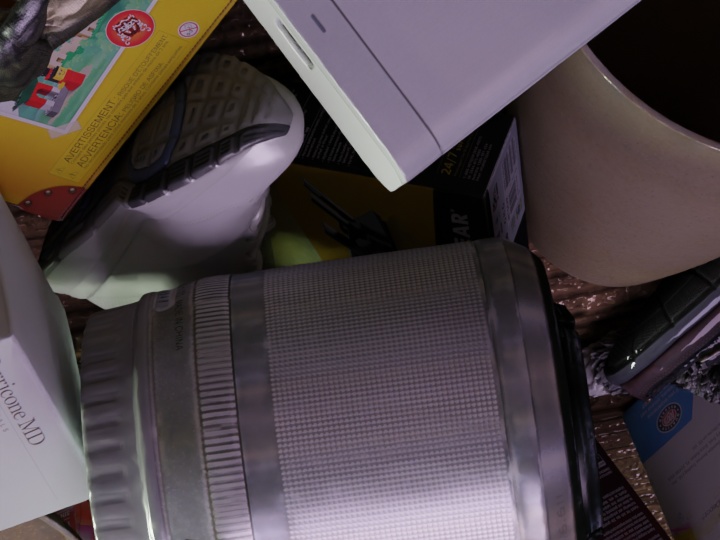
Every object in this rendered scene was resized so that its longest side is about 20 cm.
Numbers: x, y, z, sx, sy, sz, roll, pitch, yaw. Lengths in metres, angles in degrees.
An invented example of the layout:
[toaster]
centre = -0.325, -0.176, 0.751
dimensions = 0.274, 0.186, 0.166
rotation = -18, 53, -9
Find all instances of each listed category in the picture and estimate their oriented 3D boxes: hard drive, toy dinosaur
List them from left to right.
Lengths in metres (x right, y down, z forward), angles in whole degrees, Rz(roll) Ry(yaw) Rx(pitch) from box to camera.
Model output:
[toy dinosaur]
centre = -0.140, -0.089, 0.820
dimensions = 0.199, 0.048, 0.088
rotation = -26, 154, 9
[hard drive]
centre = 0.048, -0.141, 0.836
dimensions = 0.200, 0.132, 0.027
rotation = -38, -178, -20

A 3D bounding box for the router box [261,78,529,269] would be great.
[router box]
centre = 0.000, 0.000, 1.028
dimensions = 0.157, 0.052, 0.200
rotation = 10, 143, 18

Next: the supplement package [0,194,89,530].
[supplement package]
centre = -0.222, 0.053, 0.885
dimensions = 0.199, 0.110, 0.114
rotation = -20, 138, 1

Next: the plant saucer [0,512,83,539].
[plant saucer]
centre = -0.215, 0.152, 1.033
dimensions = 0.199, 0.035, 0.201
rotation = -2, 133, -2

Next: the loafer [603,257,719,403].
[loafer]
centre = 0.203, -0.004, 1.038
dimensions = 0.063, 0.072, 0.200
rotation = 41, 99, -10

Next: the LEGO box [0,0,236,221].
[LEGO box]
centre = -0.138, -0.128, 0.871
dimensions = 0.149, 0.077, 0.200
rotation = 19, 127, -35

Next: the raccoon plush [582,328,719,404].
[raccoon plush]
centre = 0.173, -0.003, 1.136
dimensions = 0.199, 0.134, 0.097
rotation = -13, -170, 31

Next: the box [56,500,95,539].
[box]
centre = -0.191, 0.156, 1.140
dimensions = 0.200, 0.095, 0.103
rotation = -30, 140, 23

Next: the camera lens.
[camera lens]
centre = -0.005, 0.075, 0.907
dimensions = 0.199, 0.160, 0.160
rotation = -7, 139, 1

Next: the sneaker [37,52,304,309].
[sneaker]
centre = -0.069, -0.029, 0.937
dimensions = 0.087, 0.075, 0.200
rotation = 28, 152, -18

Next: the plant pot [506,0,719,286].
[plant pot]
centre = 0.139, -0.079, 0.973
dimensions = 0.187, 0.188, 0.200
rotation = -3, 154, -17

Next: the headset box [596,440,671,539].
[headset box]
centre = 0.094, 0.177, 1.189
dimensions = 0.077, 0.200, 0.149
rotation = -20, 158, -51

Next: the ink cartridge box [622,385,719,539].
[ink cartridge box]
centre = 0.259, 0.132, 1.214
dimensions = 0.125, 0.200, 0.129
rotation = 20, 127, -36
